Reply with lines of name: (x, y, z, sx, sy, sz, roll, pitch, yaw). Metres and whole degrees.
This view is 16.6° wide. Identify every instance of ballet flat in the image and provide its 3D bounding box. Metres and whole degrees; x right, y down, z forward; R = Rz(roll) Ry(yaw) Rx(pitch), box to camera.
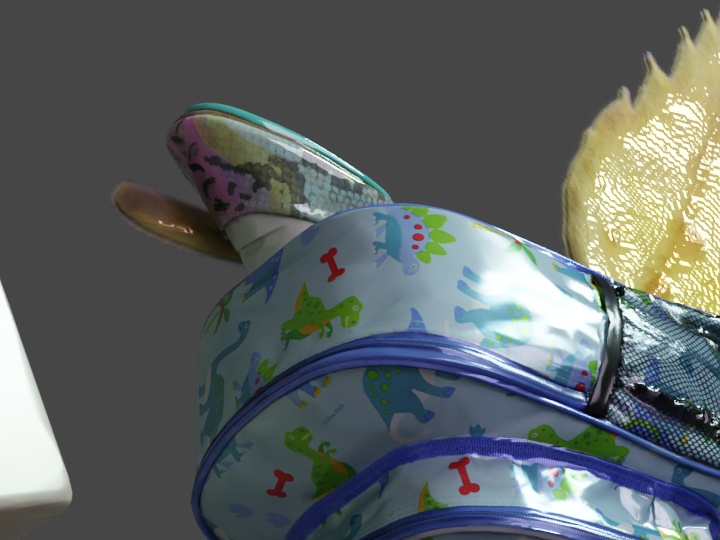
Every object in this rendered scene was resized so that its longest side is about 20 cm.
ballet flat: (0.000, 0.000, 1.049, 0.200, 0.069, 0.071, 28, 65, -29)

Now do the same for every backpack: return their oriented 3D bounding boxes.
backpack: (0.039, 0.076, 0.933, 0.200, 0.183, 0.147, 26, 45, -22)

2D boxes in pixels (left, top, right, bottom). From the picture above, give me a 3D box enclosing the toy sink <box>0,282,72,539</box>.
toy sink: (-0.203, 0.035, 0.687, 0.200, 0.112, 0.131, -2, 64, -51)
